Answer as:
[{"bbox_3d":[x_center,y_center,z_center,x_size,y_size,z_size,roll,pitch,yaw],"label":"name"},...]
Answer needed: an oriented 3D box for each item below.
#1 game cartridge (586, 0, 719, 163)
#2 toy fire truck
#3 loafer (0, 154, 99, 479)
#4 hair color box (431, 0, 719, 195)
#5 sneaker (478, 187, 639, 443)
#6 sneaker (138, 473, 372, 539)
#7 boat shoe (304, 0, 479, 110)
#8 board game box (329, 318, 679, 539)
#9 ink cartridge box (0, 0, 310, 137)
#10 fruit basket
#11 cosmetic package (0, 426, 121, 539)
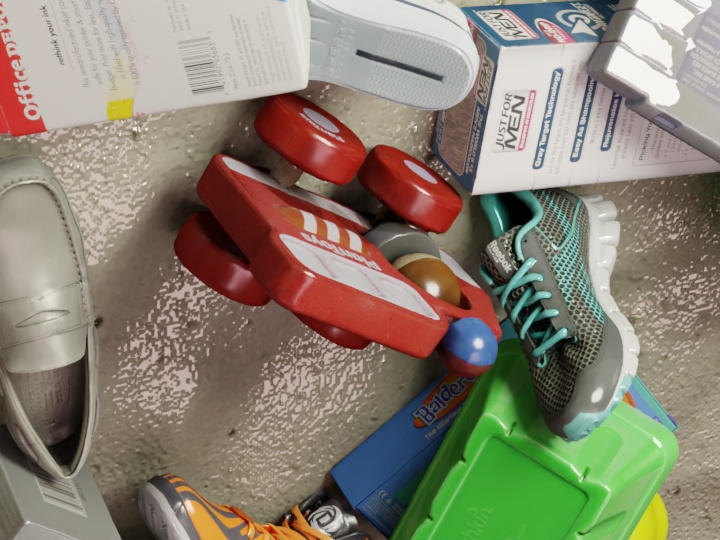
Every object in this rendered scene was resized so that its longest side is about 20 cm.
[{"bbox_3d":[0.239,-0.120,1.183,0.200,0.038,0.130,29,86,-17],"label":"game cartridge"},{"bbox_3d":[0.000,0.000,1.142,0.200,0.168,0.112,24,108,-38],"label":"toy fire truck"},{"bbox_3d":[-0.178,0.029,1.129,0.070,0.070,0.200,-18,128,-17],"label":"loafer"},{"bbox_3d":[0.149,-0.109,1.219,0.199,0.061,0.100,-6,124,-25],"label":"hair color box"},{"bbox_3d":[0.108,0.017,1.212,0.091,0.200,0.078,28,125,-25],"label":"sneaker"},{"bbox_3d":[-0.062,0.171,1.299,0.112,0.078,0.200,-39,137,-10],"label":"sneaker"},{"bbox_3d":[-0.032,-0.143,1.096,0.199,0.067,0.074,22,124,-15],"label":"boat shoe"},{"bbox_3d":[0.100,0.120,1.361,0.200,0.045,0.152,-40,131,2],"label":"board game box"},{"bbox_3d":[-0.133,-0.139,1.014,0.199,0.067,0.116,-8,128,7],"label":"ink cartridge box"},{"bbox_3d":[0.116,0.158,1.299,0.216,0.155,0.216,-55,169,-16],"label":"fruit basket"},{"bbox_3d":[-0.237,0.202,1.194,0.090,0.107,0.200,27,108,-38],"label":"cosmetic package"}]
